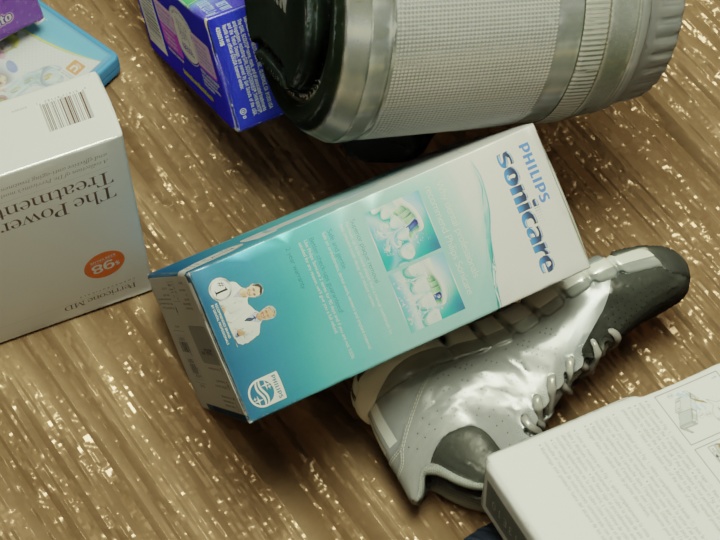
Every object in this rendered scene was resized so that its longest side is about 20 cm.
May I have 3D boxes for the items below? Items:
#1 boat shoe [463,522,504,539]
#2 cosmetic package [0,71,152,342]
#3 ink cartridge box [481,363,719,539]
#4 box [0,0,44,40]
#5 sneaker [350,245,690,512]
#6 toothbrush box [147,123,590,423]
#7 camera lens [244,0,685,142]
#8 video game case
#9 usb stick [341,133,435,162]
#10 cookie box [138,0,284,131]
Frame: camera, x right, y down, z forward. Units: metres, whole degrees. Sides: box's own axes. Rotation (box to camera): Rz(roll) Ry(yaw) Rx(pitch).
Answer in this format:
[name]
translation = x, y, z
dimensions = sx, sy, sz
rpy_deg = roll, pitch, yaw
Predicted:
[boat shoe]
translation = 0.107, 0.210, 0.939
dimensions = 0.068, 0.085, 0.200
rpy_deg = -10, 42, -27
[cosmetic package]
translation = -0.220, -0.015, 1.039
dimensions = 0.199, 0.151, 0.052
rpy_deg = -20, 61, -11
[ink cartridge box]
translation = 0.180, 0.141, 0.919
dimensions = 0.172, 0.044, 0.200
rpy_deg = -20, 51, -18
[box]
translation = -0.306, -0.194, 1.202
dimensions = 0.136, 0.039, 0.200
rpy_deg = -32, 55, -14
[sneaker]
translation = 0.104, 0.072, 1.032
dimensions = 0.199, 0.075, 0.116
rpy_deg = -24, 64, -1
[toothbrush box]
translation = 0.000, 0.000, 1.019
dimensions = 0.199, 0.146, 0.086
rpy_deg = -25, 95, -14
[camera lens]
translation = 0.048, -0.153, 0.990
dimensions = 0.198, 0.160, 0.161
rpy_deg = -6, 56, -20
[video game case]
translation = -0.266, -0.101, 1.173
dimensions = 0.143, 0.018, 0.200
rpy_deg = 34, 64, 21
[usb stick]
translation = 0.044, -0.119, 1.125
dimensions = 0.055, 0.033, 0.200
rpy_deg = -7, 28, 27
[cookie box]
translation = -0.020, -0.175, 1.142
dimensions = 0.199, 0.076, 0.171
rpy_deg = -23, 30, -14
